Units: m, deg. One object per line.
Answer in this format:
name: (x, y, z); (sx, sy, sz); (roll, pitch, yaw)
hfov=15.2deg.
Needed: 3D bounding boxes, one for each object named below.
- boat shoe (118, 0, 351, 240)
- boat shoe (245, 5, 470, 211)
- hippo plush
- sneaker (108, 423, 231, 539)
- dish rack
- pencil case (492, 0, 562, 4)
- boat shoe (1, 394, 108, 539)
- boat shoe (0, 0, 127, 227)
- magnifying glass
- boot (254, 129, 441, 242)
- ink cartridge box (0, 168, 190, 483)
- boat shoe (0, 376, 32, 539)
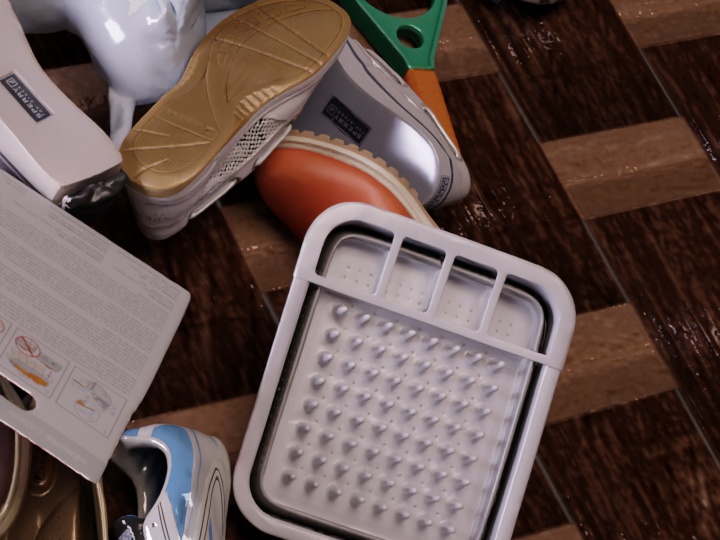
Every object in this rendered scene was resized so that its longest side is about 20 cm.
boat shoe: (-0.078, -0.094, 1.639); (0.071, 0.069, 0.200); (30, 54, 21)
boat shoe: (-0.008, -0.108, 1.736); (0.200, 0.074, 0.065); (51, 21, 20)
hippo plush: (-0.158, -0.176, 1.682); (0.161, 0.159, 0.200); (23, 92, 14)
sneaker: (-0.101, 0.174, 1.476); (0.072, 0.072, 0.200); (6, 52, -22)
dish rack: (0.022, 0.075, 1.582); (0.171, 0.044, 0.200); (20, 79, -13)
pencil case: (0.135, -0.273, 1.828); (0.089, 0.200, 0.078); (14, 41, -12)
boat shoe: (-0.171, 0.150, 1.464); (0.073, 0.063, 0.200); (5, 55, -22)
boat shoe: (-0.223, -0.091, 1.594); (0.075, 0.093, 0.200); (-25, 69, -37)
magnifying glass: (0.033, -0.147, 1.806); (0.079, 0.022, 0.200); (1, 57, -26)
boot: (0.000, 0.000, 1.653); (0.200, 0.075, 0.107); (40, 54, 4)
ink cartridge box: (-0.189, 0.031, 1.463); (0.160, 0.047, 0.200); (34, 31, -8)
boat shoe: (-0.232, 0.064, 1.479); (0.072, 0.072, 0.200); (25, 40, -40)
